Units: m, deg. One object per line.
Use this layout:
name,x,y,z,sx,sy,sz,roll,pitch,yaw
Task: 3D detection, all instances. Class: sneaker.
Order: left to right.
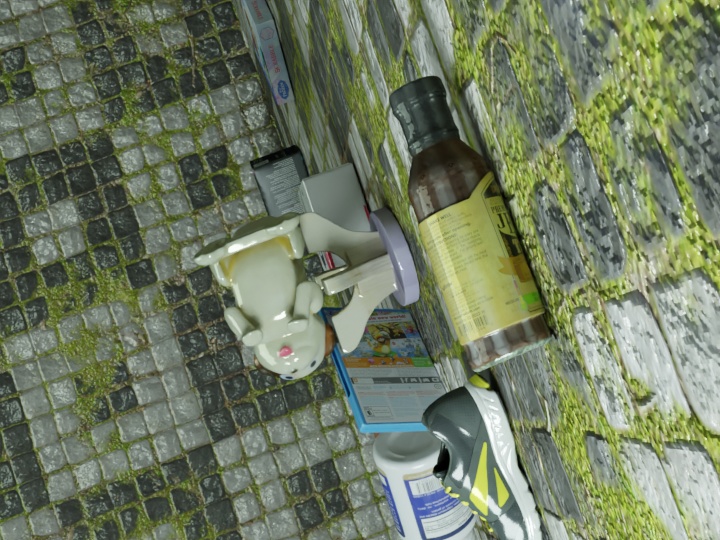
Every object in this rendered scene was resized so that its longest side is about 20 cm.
sneaker,0.115,0.204,1.019,0.074,0.083,0.203,-140,31,-82

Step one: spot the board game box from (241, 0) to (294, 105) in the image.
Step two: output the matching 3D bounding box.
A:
board game box,-0.198,-0.480,2.151,0.201,0.041,0.201,76,173,-47

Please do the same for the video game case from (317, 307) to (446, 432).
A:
video game case,0.034,0.127,1.378,0.018,0.141,0.202,-64,35,38

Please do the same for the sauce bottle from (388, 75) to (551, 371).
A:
sauce bottle,0.071,-0.035,0.724,0.065,0.064,0.203,112,139,-83

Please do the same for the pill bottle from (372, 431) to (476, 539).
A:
pill bottle,0.096,0.311,1.439,0.120,0.118,0.203,-120,12,-64

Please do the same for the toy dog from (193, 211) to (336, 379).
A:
toy dog,-0.112,0.043,1.323,0.194,0.138,0.203,-143,32,-79

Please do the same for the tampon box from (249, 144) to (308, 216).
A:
tampon box,-0.180,-0.186,2.578,0.150,0.124,0.203,-125,16,-75

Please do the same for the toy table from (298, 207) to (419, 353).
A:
toy table,0.000,0.000,1.352,0.200,0.115,0.187,106,144,-80

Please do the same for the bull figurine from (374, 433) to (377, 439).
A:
bull figurine,0.063,0.359,2.322,0.200,0.064,0.123,-116,4,-70

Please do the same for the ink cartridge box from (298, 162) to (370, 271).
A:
ink cartridge box,-0.035,-0.076,1.626,0.200,0.083,0.147,171,80,-85
